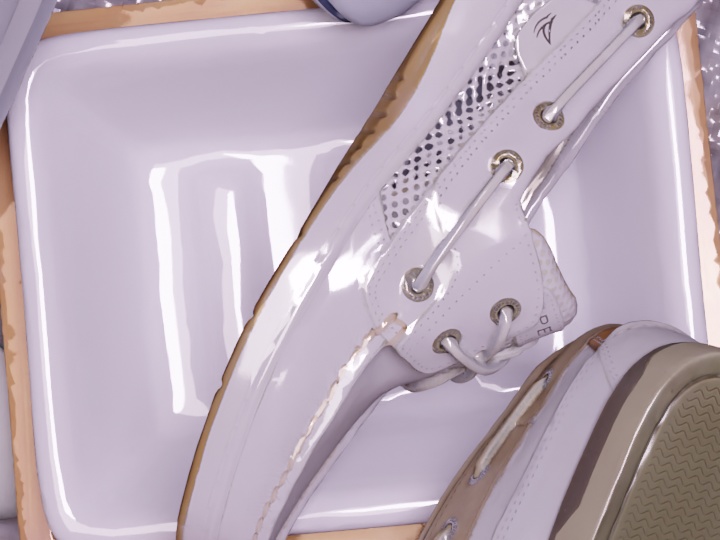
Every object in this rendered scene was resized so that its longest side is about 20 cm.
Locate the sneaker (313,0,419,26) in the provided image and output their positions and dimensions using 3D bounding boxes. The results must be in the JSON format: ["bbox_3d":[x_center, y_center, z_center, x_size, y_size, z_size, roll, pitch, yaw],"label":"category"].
[{"bbox_3d":[-0.032,-0.139,0.780,0.071,0.073,0.201,-27,52,15],"label":"sneaker"}]

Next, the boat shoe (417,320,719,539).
[{"bbox_3d":[0.037,0.106,0.703,0.075,0.068,0.201,35,83,-28],"label":"boat shoe"}]

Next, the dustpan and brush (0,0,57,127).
[{"bbox_3d":[-0.134,-0.113,0.786,0.057,0.140,0.201,10,48,-22],"label":"dustpan and brush"}]

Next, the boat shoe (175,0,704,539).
[{"bbox_3d":[0.023,-0.004,0.708,0.069,0.071,0.201,30,86,4],"label":"boat shoe"}]

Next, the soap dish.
[{"bbox_3d":[0.000,0.000,0.785,0.198,0.081,0.159,-6,86,2],"label":"soap dish"}]

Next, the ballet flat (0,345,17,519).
[{"bbox_3d":[-0.175,0.009,0.795,0.200,0.069,0.070,41,89,4],"label":"ballet flat"}]
